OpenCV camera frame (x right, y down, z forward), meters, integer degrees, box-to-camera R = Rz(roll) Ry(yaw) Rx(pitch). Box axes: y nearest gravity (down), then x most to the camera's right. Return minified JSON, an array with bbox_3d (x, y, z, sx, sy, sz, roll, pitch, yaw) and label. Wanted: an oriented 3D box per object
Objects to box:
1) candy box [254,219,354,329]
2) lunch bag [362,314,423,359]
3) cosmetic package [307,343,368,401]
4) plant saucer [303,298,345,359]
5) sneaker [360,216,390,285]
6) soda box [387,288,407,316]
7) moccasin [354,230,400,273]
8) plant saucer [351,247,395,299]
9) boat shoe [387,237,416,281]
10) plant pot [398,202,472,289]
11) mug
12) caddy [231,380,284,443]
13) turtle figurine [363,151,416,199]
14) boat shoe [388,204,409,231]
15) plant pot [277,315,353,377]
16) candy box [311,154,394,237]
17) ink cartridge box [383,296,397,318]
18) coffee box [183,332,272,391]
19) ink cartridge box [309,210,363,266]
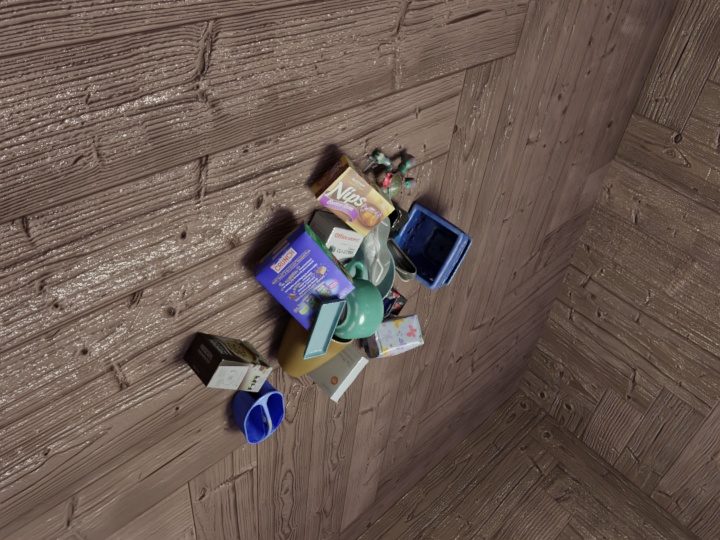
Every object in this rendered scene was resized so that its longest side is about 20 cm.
[{"bbox_3d":[-0.136,0.013,1.450,0.168,0.077,0.201,-39,118,6],"label":"candy box"},{"bbox_3d":[0.100,0.224,2.004,0.164,0.131,0.200,-12,168,-14],"label":"lunch bag"},{"bbox_3d":[-0.094,0.258,1.743,0.152,0.199,0.052,-51,148,-2],"label":"cosmetic package"},{"bbox_3d":[-0.095,0.146,1.490,0.068,0.019,0.203,-10,139,-33],"label":"plant saucer"},{"bbox_3d":[0.035,-0.060,1.614,0.069,0.079,0.207,-19,118,-46],"label":"sneaker"},{"bbox_3d":[0.080,0.087,1.945,0.072,0.063,0.199,-55,150,4],"label":"soda box"},{"bbox_3d":[0.037,-0.051,1.751,0.200,0.068,0.081,-45,161,-23],"label":"moccasin"},{"bbox_3d":[0.000,0.000,1.668,0.204,0.198,0.039,-56,-176,6],"label":"plant saucer"},{"bbox_3d":[0.088,-0.056,1.688,0.067,0.200,0.057,-43,180,-22],"label":"boat shoe"},{"bbox_3d":[0.232,-0.072,1.875,0.178,0.198,0.204,5,117,-60],"label":"plant pot"},{"bbox_3d":[-0.035,0.087,1.570,0.151,0.189,0.113,-39,156,32],"label":"mug"},{"bbox_3d":[-0.289,0.413,1.718,0.140,0.104,0.204,-31,143,-30],"label":"caddy"},{"bbox_3d":[0.079,-0.240,1.596,0.198,0.100,0.153,-30,144,-43],"label":"turtle figurine"},{"bbox_3d":[0.086,-0.150,1.687,0.199,0.062,0.077,-1,93,-54],"label":"boat shoe"},{"bbox_3d":[-0.146,0.196,1.662,0.201,0.188,0.184,-48,152,22],"label":"plant pot"},{"bbox_3d":[-0.016,-0.182,1.480,0.116,0.057,0.199,-39,137,15],"label":"candy box"},{"bbox_3d":[0.025,0.135,1.812,0.198,0.037,0.095,-30,-162,40],"label":"ink cartridge box"},{"bbox_3d":[-0.328,0.232,1.483,0.081,0.112,0.199,-55,150,6],"label":"coffee box"},{"bbox_3d":[-0.094,-0.040,1.562,0.143,0.083,0.204,7,115,-55],"label":"ink cartridge box"}]
